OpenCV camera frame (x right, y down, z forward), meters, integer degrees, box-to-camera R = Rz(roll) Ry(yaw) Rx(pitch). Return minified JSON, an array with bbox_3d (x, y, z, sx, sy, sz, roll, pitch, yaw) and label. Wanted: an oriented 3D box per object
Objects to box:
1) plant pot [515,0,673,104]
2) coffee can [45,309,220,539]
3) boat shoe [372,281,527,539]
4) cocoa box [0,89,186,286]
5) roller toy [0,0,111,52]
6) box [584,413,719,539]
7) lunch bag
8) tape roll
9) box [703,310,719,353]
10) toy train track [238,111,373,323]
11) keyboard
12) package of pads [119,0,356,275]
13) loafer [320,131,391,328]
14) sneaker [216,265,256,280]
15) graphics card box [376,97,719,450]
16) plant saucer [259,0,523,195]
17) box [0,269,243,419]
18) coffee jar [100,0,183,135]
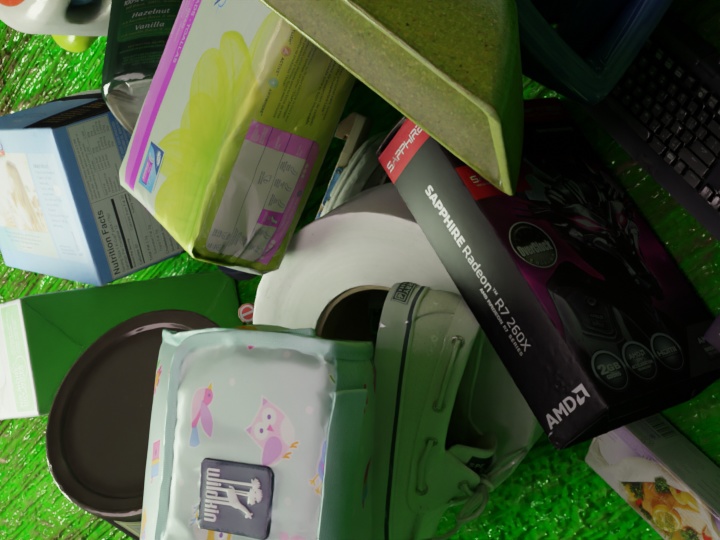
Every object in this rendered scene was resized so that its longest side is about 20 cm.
[{"bbox_3d":[0.063,-0.231,0.577,0.180,0.200,0.200,31,87,48],"label":"plant pot"},{"bbox_3d":[-0.108,0.140,0.833,0.146,0.200,0.147,-11,55,17],"label":"coffee can"},{"bbox_3d":[0.052,0.108,0.676,0.086,0.075,0.203,10,108,16],"label":"boat shoe"},{"bbox_3d":[-0.225,-0.076,0.978,0.200,0.131,0.134,8,117,51],"label":"cocoa box"},{"bbox_3d":[-0.248,-0.295,0.987,0.182,0.139,0.201,-2,95,48],"label":"roller toy"},{"bbox_3d":[0.208,0.153,0.635,0.200,0.041,0.039,45,128,33],"label":"box"},{"bbox_3d":[-0.051,0.115,0.622,0.200,0.121,0.171,174,102,-70],"label":"lunch bag"},{"bbox_3d":[0.033,0.047,0.741,0.202,0.071,0.203,12,115,27],"label":"tape roll"},{"bbox_3d":[0.276,0.036,0.513,0.200,0.079,0.142,46,125,33],"label":"box"},{"bbox_3d":[-0.044,-0.023,0.846,0.032,0.115,0.201,25,99,13],"label":"toy train track"},{"bbox_3d":[0.185,-0.103,0.629,0.200,0.021,0.127,51,131,28],"label":"keyboard"},{"bbox_3d":[-0.073,-0.113,0.731,0.154,0.068,0.201,38,109,53],"label":"package of pads"},{"bbox_3d":[0.000,0.000,0.828,0.070,0.070,0.201,25,117,14],"label":"loafer"},{"bbox_3d":[-0.078,-0.088,0.850,0.070,0.082,0.201,30,104,35],"label":"sneaker"},{"bbox_3d":[0.109,-0.008,0.652,0.051,0.125,0.200,-50,60,42],"label":"graphics card box"},{"bbox_3d":[0.004,-0.126,0.534,0.200,0.200,0.048,40,92,10],"label":"plant saucer"},{"bbox_3d":[-0.227,0.067,0.987,0.176,0.199,0.097,-11,88,49],"label":"box"},{"bbox_3d":[-0.140,-0.201,0.872,0.085,0.104,0.201,-7,67,11],"label":"coffee jar"}]
